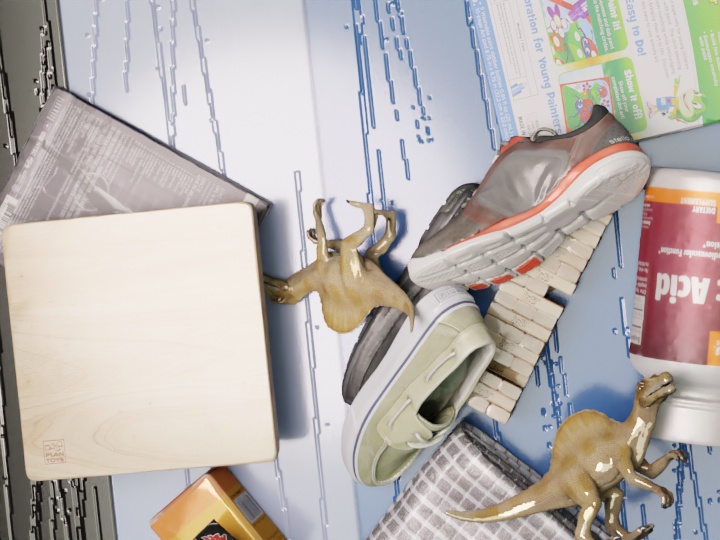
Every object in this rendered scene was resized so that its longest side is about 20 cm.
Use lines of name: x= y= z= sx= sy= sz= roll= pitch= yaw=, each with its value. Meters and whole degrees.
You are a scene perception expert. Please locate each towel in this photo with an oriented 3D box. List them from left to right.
towel: x=0.104 y=0.239 z=1.734 sx=0.200 sy=0.086 sz=0.166 roll=38 pitch=98 yaw=4

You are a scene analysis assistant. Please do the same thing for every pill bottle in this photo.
pill bottle: x=0.262 y=0.026 z=1.687 sx=0.113 sy=0.114 sz=0.202 roll=5 pitch=93 yaw=8

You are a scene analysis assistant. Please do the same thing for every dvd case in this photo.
dvd case: x=-0.191 y=-0.035 z=1.796 sx=0.199 sy=0.016 sz=0.149 roll=29 pitch=96 yaw=6

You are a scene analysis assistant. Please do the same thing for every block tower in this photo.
block tower: x=0.136 y=0.016 z=1.734 sx=0.054 sy=0.058 sz=0.201 roll=27 pitch=95 yaw=5

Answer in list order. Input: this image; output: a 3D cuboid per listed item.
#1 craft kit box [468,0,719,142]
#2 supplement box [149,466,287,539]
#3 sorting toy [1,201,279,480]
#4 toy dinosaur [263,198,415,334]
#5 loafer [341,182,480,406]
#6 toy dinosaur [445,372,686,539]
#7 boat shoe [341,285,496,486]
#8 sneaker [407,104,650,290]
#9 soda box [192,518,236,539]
craft kit box: x=0.187 y=-0.194 z=1.723 sx=0.196 sy=0.049 sz=0.202 roll=-13 pitch=90 yaw=10
supplement box: x=-0.076 y=0.251 z=1.769 sx=0.066 sy=0.069 sz=0.200 roll=-39 pitch=85 yaw=9
sorting toy: x=-0.166 y=0.053 z=1.755 sx=0.198 sy=0.070 sz=0.200 roll=-5 pitch=93 yaw=8
toy dinosaur: x=0.000 y=0.000 z=1.726 sx=0.199 sy=0.058 sz=0.102 roll=8 pitch=88 yaw=50
loafer: x=0.056 y=0.028 z=1.738 sx=0.070 sy=0.068 sz=0.201 roll=34 pitch=94 yaw=11
toy dinosaur: x=0.170 y=0.157 z=1.657 sx=0.200 sy=0.058 sz=0.101 roll=-38 pitch=68 yaw=16
boat shoe: x=0.041 y=0.101 z=1.705 sx=0.062 sy=0.072 sz=0.201 roll=56 pitch=138 yaw=35
sneaker: x=0.119 y=-0.055 z=1.682 sx=0.199 sy=0.077 sz=0.082 roll=-29 pitch=61 yaw=9
soda box: x=-0.148 y=0.281 z=1.731 sx=0.063 sy=0.071 sz=0.200 roll=42 pitch=131 yaw=5
